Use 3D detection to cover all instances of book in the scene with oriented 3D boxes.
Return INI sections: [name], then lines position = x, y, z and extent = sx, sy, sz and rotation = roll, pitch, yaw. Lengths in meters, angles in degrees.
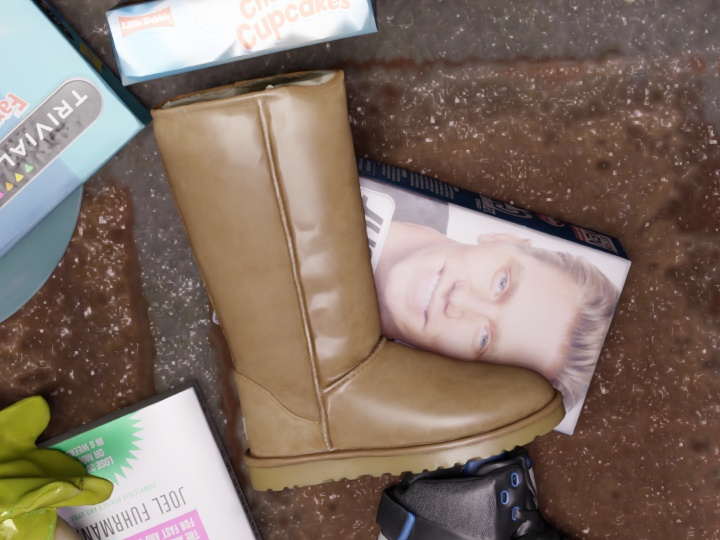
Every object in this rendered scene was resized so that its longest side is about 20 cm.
[book]
position = -0.112, 0.177, 1.114
extent = 0.133, 0.048, 0.201
rotation = -23, 96, 3

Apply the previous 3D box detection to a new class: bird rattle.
[bird rattle]
position = -0.207, 0.165, 1.028
extent = 0.199, 0.113, 0.164
rotation = -35, 117, -9

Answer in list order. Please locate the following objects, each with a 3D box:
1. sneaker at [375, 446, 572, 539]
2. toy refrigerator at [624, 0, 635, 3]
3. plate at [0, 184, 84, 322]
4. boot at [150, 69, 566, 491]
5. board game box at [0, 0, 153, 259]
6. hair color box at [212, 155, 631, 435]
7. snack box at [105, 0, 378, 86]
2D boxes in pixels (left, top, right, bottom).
[sneaker]
position = 0.105, 0.153, 1.089
extent = 0.198, 0.073, 0.113
rotation = 7, 102, 1
[toy refrigerator]
position = 0.108, -0.177, 0.963
extent = 0.070, 0.200, 0.076
rotation = 24, 99, -4
[plate]
position = -0.247, -0.054, 1.078
extent = 0.199, 0.026, 0.202
rotation = 0, 101, 0
[boot]
position = 0.000, 0.000, 1.004
extent = 0.174, 0.066, 0.201
rotation = -11, 101, 3
[board game box]
position = -0.228, -0.100, 1.033
extent = 0.151, 0.047, 0.200
rotation = -41, 97, 7
[hair color box]
position = 0.031, 0.005, 1.069
extent = 0.199, 0.061, 0.101
rotation = 17, 101, -3
[snack box]
position = -0.051, -0.129, 0.973
extent = 0.115, 0.200, 0.037
rotation = -12, 103, 2
